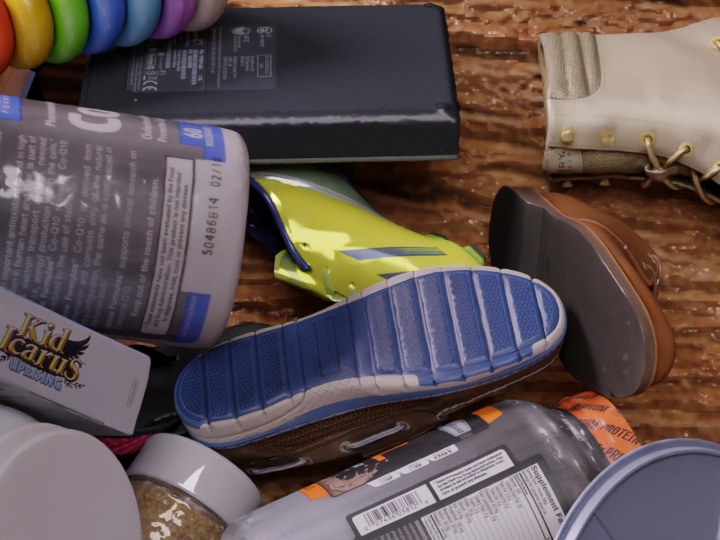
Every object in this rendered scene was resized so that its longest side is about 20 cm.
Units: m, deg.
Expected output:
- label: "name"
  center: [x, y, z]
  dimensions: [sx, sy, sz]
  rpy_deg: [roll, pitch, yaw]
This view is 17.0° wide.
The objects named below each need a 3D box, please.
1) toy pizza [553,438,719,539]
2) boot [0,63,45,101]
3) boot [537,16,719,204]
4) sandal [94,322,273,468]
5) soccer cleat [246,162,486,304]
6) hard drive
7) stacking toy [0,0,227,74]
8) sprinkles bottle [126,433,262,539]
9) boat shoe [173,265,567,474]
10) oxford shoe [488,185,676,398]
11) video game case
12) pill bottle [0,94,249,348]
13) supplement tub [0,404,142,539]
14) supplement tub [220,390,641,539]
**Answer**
- label: "toy pizza"
  center: [0.147, 0.179, 1.118]
  dimensions: [0.200, 0.032, 0.201]
  rpy_deg: [4, 83, -38]
- label: "boot"
  center: [-0.210, -0.151, 1.339]
  dimensions: [0.097, 0.075, 0.200]
  rpy_deg: [14, 65, 4]
- label: "boot"
  center: [0.176, -0.053, 1.293]
  dimensions: [0.155, 0.073, 0.200]
  rpy_deg: [-5, 61, -4]
- label: "sandal"
  center: [-0.126, 0.068, 1.242]
  dimensions: [0.199, 0.045, 0.075]
  rpy_deg: [-19, 66, -10]
- label: "soccer cleat"
  center: [0.000, 0.000, 1.264]
  dimensions: [0.200, 0.065, 0.084]
  rpy_deg: [37, 52, 24]
- label: "hard drive"
  center: [-0.049, -0.102, 1.304]
  dimensions: [0.199, 0.033, 0.140]
  rpy_deg: [-1, 31, -1]
- label: "stacking toy"
  center: [-0.169, -0.141, 1.255]
  dimensions: [0.200, 0.085, 0.085]
  rpy_deg: [-23, 64, -32]
- label: "sprinkles bottle"
  center: [-0.123, 0.178, 1.173]
  dimensions: [0.068, 0.068, 0.200]
  rpy_deg: [25, 66, 12]
- label: "boat shoe"
  center: [0.011, 0.054, 1.208]
  dimensions: [0.199, 0.072, 0.072]
  rpy_deg: [-13, 50, 12]
- label: "oxford shoe"
  center: [0.127, 0.005, 1.221]
  dimensions: [0.071, 0.072, 0.200]
  rpy_deg: [3, 23, -15]
- label: "video game case"
  center: [-0.231, 0.030, 1.136]
  dimensions: [0.200, 0.181, 0.046]
  rpy_deg: [-3, 68, 44]
- label: "pill bottle"
  center: [-0.162, -0.028, 1.190]
  dimensions: [0.199, 0.114, 0.114]
  rpy_deg: [8, 62, -13]
- label: "supplement tub"
  center: [-0.216, 0.128, 1.120]
  dimensions: [0.200, 0.140, 0.141]
  rpy_deg: [3, 58, 33]
- label: "supplement tub"
  center: [0.043, 0.140, 1.163]
  dimensions: [0.200, 0.123, 0.123]
  rpy_deg: [-23, 65, -13]
